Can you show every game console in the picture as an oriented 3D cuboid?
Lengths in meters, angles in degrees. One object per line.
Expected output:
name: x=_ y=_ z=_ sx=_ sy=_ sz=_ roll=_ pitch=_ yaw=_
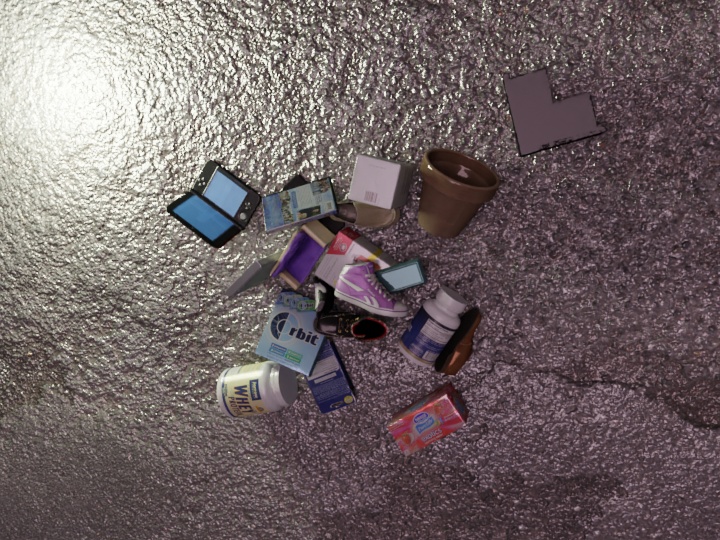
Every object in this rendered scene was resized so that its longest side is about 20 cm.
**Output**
game console: x=-0.412 y=-0.190 z=1.674 sx=0.199 sy=0.119 sz=0.173 roll=36 pitch=107 yaw=6

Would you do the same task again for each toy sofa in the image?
toy sofa: x=-0.158 y=-0.037 z=1.609 sx=0.083 sy=0.098 sz=0.200 roll=41 pitch=130 yaw=4

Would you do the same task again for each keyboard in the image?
keyboard: x=-0.142 y=-0.165 z=1.656 sx=0.104 sy=0.040 sz=0.200 roll=-42 pitch=86 yaw=-5

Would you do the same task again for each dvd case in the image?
dvd case: x=-0.163 y=-0.175 z=1.585 sx=0.198 sy=0.143 sz=0.018 roll=-17 pitch=137 yaw=2

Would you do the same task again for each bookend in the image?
bookend: x=0.455 y=-0.395 z=1.412 sx=0.197 sy=0.092 sz=0.202 roll=-15 pitch=94 yaw=16

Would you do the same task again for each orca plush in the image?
orca plush: x=-0.085 y=0.063 z=1.596 sx=0.070 sy=0.200 sz=0.106 roll=-13 pitch=99 yaw=3

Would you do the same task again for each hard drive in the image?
hard drive: x=-0.279 y=0.005 z=1.629 sx=0.132 sy=0.200 sz=0.026 roll=-42 pitch=88 yaw=18

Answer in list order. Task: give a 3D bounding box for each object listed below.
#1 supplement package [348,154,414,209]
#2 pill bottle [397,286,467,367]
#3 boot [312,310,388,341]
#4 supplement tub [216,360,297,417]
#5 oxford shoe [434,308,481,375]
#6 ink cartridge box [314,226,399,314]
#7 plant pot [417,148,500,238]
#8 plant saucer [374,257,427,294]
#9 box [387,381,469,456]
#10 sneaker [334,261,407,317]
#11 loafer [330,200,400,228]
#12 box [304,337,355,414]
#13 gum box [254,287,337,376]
supplement package: x=0.058 y=-0.224 z=1.495 sx=0.113 sy=0.200 sz=0.110 roll=16 pitch=103 yaw=13
pill bottle: x=0.194 y=0.145 z=1.571 sx=0.111 sy=0.111 sz=0.201 roll=34 pitch=106 yaw=7
boot: x=-0.024 y=0.150 z=1.583 sx=0.198 sy=0.151 sz=0.074 roll=8 pitch=87 yaw=-8
supplement tub: x=-0.297 y=0.342 z=1.723 sx=0.198 sy=0.145 sz=0.146 roll=-13 pitch=96 yaw=17
oxford shoe: x=0.275 y=0.193 z=1.591 sx=0.071 sy=0.071 sz=0.201 roll=22 pitch=107 yaw=-19
ink cartridge box: x=0.000 y=0.000 z=1.612 sx=0.199 sy=0.083 sz=0.146 roll=34 pitch=107 yaw=7
plant pot: x=0.223 y=-0.182 z=1.481 sx=0.199 sy=0.200 sz=0.176 roll=27 pitch=125 yaw=9
plant saucer: x=0.070 y=0.029 z=1.546 sx=0.199 sy=0.019 sz=0.070 roll=-17 pitch=96 yaw=17
box: x=0.186 y=0.406 z=1.628 sx=0.199 sy=0.095 sz=0.103 roll=-33 pitch=89 yaw=18
sneaker: x=0.037 y=0.043 z=1.512 sx=0.199 sy=0.073 sz=0.115 roll=20 pitch=102 yaw=9
loafer: x=0.006 y=-0.149 z=1.589 sx=0.198 sy=0.068 sz=0.076 roll=2 pitch=101 yaw=11
box: x=-0.099 y=0.306 z=1.721 sx=0.120 sy=0.032 sz=0.201 roll=-23 pitch=92 yaw=18
gum box: x=-0.180 y=0.173 z=1.674 sx=0.169 sy=0.045 sz=0.201 roll=20 pitch=81 yaw=11
